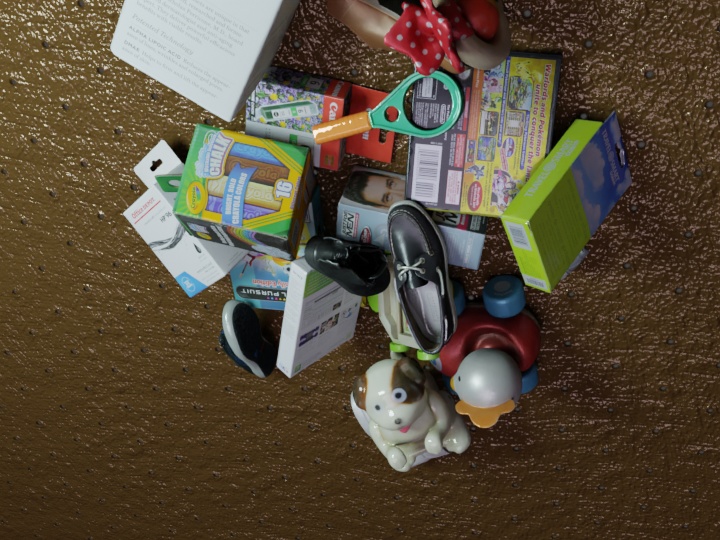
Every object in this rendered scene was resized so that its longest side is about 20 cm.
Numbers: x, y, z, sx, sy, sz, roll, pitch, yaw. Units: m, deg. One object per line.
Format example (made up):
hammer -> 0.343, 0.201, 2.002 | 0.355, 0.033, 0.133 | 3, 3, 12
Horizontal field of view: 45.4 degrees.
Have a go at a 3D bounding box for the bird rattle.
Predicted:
bird rattle -> 0.110, -0.287, 0.938 | 0.161, 0.203, 0.112 | 21, 135, -33

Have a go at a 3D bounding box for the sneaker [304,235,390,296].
sneaker -> 0.001, -0.003, 1.139 | 0.103, 0.061, 0.198 | 12, 171, 43

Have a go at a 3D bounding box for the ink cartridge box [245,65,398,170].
ink cartridge box -> -0.053, -0.195, 1.135 | 0.196, 0.051, 0.111 | 13, 129, 7

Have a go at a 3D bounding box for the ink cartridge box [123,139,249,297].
ink cartridge box -> -0.264, -0.072, 1.242 | 0.115, 0.068, 0.201 | -27, 105, 48

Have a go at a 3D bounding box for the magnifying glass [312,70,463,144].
magnifying glass -> 0.032, -0.192, 1.067 | 0.196, 0.022, 0.081 | -11, 100, 22

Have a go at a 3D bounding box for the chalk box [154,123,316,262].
chalk box -> -0.169, -0.105, 1.135 | 0.196, 0.127, 0.125 | 14, 168, 3

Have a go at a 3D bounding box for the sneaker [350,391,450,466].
sneaker -> 0.077, 0.249, 1.432 | 0.114, 0.075, 0.200 | -22, 128, 27

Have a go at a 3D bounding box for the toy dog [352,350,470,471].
toy dog -> 0.071, 0.195, 1.285 | 0.137, 0.198, 0.200 | -12, 157, 17

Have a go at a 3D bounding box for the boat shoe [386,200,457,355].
boat shoe -> 0.075, 0.012, 1.107 | 0.072, 0.060, 0.204 | -5, 113, 23

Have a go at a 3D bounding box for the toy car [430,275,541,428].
toy car -> 0.168, 0.143, 1.234 | 0.173, 0.202, 0.187 | -3, 126, 18

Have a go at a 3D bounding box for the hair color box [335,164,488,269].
hair color box -> 0.073, -0.074, 1.161 | 0.195, 0.100, 0.062 | 12, 129, 7

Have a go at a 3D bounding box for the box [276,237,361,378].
box -> -0.052, 0.046, 1.253 | 0.036, 0.143, 0.203 | 36, 133, 26

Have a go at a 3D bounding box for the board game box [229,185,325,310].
board game box -> -0.126, -0.032, 1.285 | 0.147, 0.047, 0.203 | 4, 127, 13

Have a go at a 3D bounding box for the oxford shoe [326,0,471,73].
oxford shoe -> 0.047, -0.287, 1.028 | 0.198, 0.072, 0.072 | 33, 133, 4

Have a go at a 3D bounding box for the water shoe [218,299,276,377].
water shoe -> -0.198, 0.113, 1.372 | 0.077, 0.073, 0.201 | 10, 149, 20

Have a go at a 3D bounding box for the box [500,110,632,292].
box -> 0.256, -0.088, 1.053 | 0.047, 0.201, 0.123 | 19, 149, 43

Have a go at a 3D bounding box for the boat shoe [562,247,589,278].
boat shoe -> 0.231, -0.081, 1.140 | 0.071, 0.070, 0.201 | -38, 106, 10

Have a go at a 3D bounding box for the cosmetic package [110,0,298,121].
cosmetic package -> -0.161, -0.323, 0.994 | 0.163, 0.166, 0.201 | 28, 128, -7

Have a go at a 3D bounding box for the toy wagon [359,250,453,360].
toy wagon -> 0.063, 0.040, 1.245 | 0.199, 0.039, 0.159 | 9, 104, 57

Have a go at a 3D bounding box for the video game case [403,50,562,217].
video game case -> 0.149, -0.170, 1.068 | 0.177, 0.026, 0.205 | 7, 106, 11
